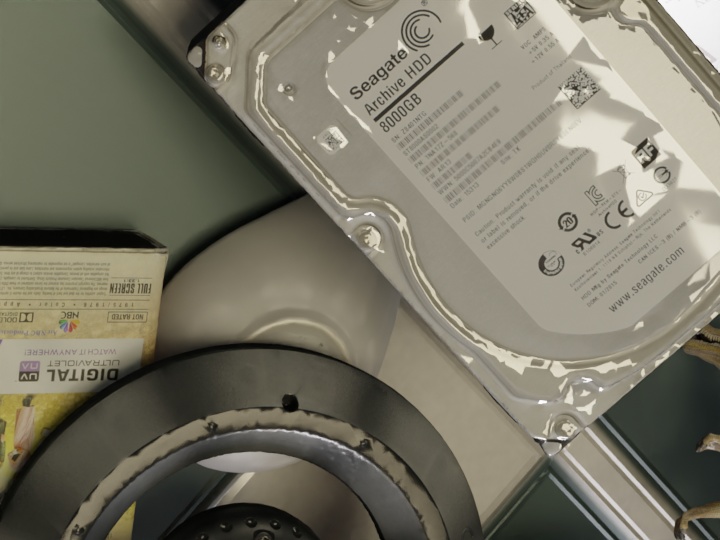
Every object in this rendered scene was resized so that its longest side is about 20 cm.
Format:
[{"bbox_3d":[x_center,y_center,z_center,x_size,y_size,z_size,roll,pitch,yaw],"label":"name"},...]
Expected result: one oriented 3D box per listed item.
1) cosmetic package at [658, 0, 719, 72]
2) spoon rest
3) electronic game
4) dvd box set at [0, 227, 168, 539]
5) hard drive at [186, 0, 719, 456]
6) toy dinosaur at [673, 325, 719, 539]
[{"bbox_3d":[0.156,-0.116,0.889,0.200,0.101,0.074,32,46,-31],"label":"cosmetic package"},{"bbox_3d":[0.000,0.000,0.886,0.200,0.061,0.099,-39,120,3],"label":"spoon rest"},{"bbox_3d":[-0.046,0.125,0.862,0.199,0.042,0.201,-4,103,-19],"label":"electronic game"},{"bbox_3d":[-0.151,0.084,0.836,0.146,0.029,0.201,0,106,-29],"label":"dvd box set"},{"bbox_3d":[0.054,-0.051,0.821,0.140,0.038,0.200,-40,101,8],"label":"hard drive"},{"bbox_3d":[0.198,0.112,0.978,0.101,0.058,0.200,-43,101,-29],"label":"toy dinosaur"}]
